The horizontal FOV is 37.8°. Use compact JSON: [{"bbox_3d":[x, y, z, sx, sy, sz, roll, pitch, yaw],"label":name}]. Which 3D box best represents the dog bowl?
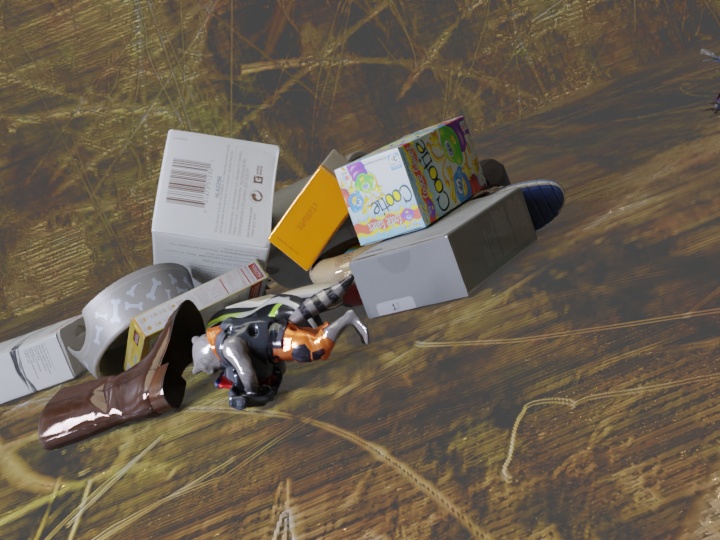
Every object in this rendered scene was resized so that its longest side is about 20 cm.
[{"bbox_3d":[-0.306,0.078,1.458,0.198,0.059,0.201,-33,-21,-14],"label":"dog bowl"}]

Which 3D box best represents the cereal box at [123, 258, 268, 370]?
[{"bbox_3d":[-0.226,0.072,1.438,0.198,0.040,0.145,-27,-21,-31],"label":"cereal box"}]

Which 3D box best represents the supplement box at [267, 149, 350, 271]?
[{"bbox_3d":[-0.054,-0.088,1.464,0.127,0.073,0.200,-53,5,13],"label":"supplement box"}]

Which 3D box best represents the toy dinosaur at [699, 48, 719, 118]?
[{"bbox_3d":[0.640,-0.288,1.743,0.197,0.107,0.181,24,13,20],"label":"toy dinosaur"}]

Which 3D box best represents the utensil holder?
[{"bbox_3d":[-0.052,-0.074,1.683,0.198,0.172,0.170,-21,7,31],"label":"utensil holder"}]

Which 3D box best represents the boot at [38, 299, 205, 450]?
[{"bbox_3d":[-0.294,0.128,1.282,0.197,0.065,0.188,-22,28,21],"label":"boot"}]

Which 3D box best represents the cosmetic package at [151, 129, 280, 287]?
[{"bbox_3d":[-0.210,-0.073,1.524,0.163,0.170,0.201,7,-25,-7],"label":"cosmetic package"}]

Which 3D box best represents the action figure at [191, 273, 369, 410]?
[{"bbox_3d":[-0.091,0.071,1.134,0.189,0.107,0.200,-12,11,-3],"label":"action figure"}]

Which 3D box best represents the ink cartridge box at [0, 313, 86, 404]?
[{"bbox_3d":[-0.551,0.152,1.788,0.197,0.085,0.145,-19,9,15],"label":"ink cartridge box"}]

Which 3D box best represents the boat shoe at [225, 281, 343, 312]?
[{"bbox_3d":[-0.094,0.057,1.353,0.198,0.061,0.071,-13,1,39],"label":"boat shoe"}]

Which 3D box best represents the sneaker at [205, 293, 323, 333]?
[{"bbox_3d":[-0.128,0.090,1.289,0.198,0.072,0.083,-15,34,42],"label":"sneaker"}]

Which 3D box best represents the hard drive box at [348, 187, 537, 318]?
[{"bbox_3d":[0.105,-0.024,1.305,0.154,0.078,0.199,-15,11,39],"label":"hard drive box"}]

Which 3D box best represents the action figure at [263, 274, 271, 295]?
[{"bbox_3d":[-0.221,0.052,1.676,0.129,0.070,0.199,-24,2,37],"label":"action figure"}]

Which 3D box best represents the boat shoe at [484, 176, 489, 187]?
[{"bbox_3d":[0.131,-0.121,1.606,0.091,0.076,0.200,6,8,-13],"label":"boat shoe"}]

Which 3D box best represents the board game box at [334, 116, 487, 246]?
[{"bbox_3d":[0.069,-0.120,1.372,0.103,0.105,0.199,-15,10,33],"label":"board game box"}]

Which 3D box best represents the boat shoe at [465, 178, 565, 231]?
[{"bbox_3d":[0.184,-0.084,1.441,0.197,0.073,0.073,-19,24,16],"label":"boat shoe"}]

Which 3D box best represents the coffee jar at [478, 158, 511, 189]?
[{"bbox_3d":[0.145,-0.114,1.714,0.197,0.087,0.104,-16,16,36],"label":"coffee jar"}]

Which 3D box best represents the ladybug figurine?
[{"bbox_3d":[0.000,0.000,1.424,0.133,0.073,0.200,-18,9,13],"label":"ladybug figurine"}]
